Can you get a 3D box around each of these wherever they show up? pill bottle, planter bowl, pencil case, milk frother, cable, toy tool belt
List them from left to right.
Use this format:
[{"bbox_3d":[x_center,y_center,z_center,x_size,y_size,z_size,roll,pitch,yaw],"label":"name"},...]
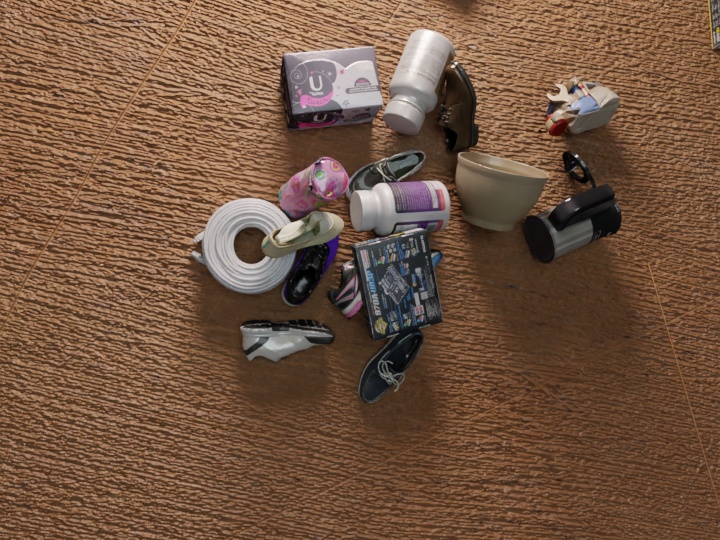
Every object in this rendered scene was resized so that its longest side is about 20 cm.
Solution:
[{"bbox_3d":[-0.229,-0.053,1.138,0.200,0.069,0.201,41,80,-6],"label":"cable"},{"bbox_3d":[-0.101,-0.164,1.104,0.086,0.199,0.089,3,84,-27],"label":"pencil case"},{"bbox_3d":[0.082,-0.132,1.171,0.197,0.111,0.113,-5,87,-20],"label":"pill bottle"},{"bbox_3d":[0.125,-0.412,1.208,0.113,0.114,0.202,23,82,-9],"label":"pill bottle"},{"bbox_3d":[0.295,-0.168,1.202,0.197,0.201,0.137,9,112,-10],"label":"planter bowl"},{"bbox_3d":[0.468,-0.153,1.265,0.186,0.182,0.201,-22,48,-12],"label":"milk frother"},{"bbox_3d":[0.500,-0.390,1.294,0.197,0.126,0.124,-18,59,-15],"label":"toy tool belt"}]

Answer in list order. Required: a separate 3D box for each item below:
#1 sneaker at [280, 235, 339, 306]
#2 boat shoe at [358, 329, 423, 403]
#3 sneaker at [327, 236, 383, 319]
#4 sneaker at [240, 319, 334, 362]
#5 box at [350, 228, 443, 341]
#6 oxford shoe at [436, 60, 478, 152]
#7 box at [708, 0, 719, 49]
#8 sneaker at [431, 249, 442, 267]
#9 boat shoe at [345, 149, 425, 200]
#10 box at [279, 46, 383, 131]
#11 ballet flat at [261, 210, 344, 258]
[{"bbox_3d":[-0.095,-0.016,1.145,0.069,0.099,0.202,28,78,-8],"label":"sneaker"},{"bbox_3d":[0.068,0.207,1.176,0.075,0.062,0.200,41,89,-15],"label":"boat shoe"},{"bbox_3d":[0.000,0.000,1.177,0.086,0.080,0.201,33,78,-3],"label":"sneaker"},{"bbox_3d":[-0.152,0.148,1.149,0.197,0.074,0.081,1,101,-7],"label":"sneaker"},{"bbox_3d":[0.077,0.028,1.131,0.157,0.046,0.203,-14,100,-11],"label":"box"},{"bbox_3d":[0.208,-0.354,1.201,0.084,0.073,0.202,-25,122,-15],"label":"oxford shoe"},{"bbox_3d":[0.997,-0.685,1.432,0.157,0.049,0.204,-3,87,-9],"label":"box"},{"bbox_3d":[0.115,0.038,1.209,0.090,0.078,0.201,41,87,-19],"label":"sneaker"},{"bbox_3d":[0.054,-0.218,1.203,0.198,0.071,0.073,-32,93,-11],"label":"boat shoe"},{"bbox_3d":[-0.064,-0.386,1.169,0.197,0.115,0.134,-9,88,-11],"label":"box"},{"bbox_3d":[-0.108,-0.082,1.102,0.199,0.069,0.070,-28,92,-32],"label":"ballet flat"}]
